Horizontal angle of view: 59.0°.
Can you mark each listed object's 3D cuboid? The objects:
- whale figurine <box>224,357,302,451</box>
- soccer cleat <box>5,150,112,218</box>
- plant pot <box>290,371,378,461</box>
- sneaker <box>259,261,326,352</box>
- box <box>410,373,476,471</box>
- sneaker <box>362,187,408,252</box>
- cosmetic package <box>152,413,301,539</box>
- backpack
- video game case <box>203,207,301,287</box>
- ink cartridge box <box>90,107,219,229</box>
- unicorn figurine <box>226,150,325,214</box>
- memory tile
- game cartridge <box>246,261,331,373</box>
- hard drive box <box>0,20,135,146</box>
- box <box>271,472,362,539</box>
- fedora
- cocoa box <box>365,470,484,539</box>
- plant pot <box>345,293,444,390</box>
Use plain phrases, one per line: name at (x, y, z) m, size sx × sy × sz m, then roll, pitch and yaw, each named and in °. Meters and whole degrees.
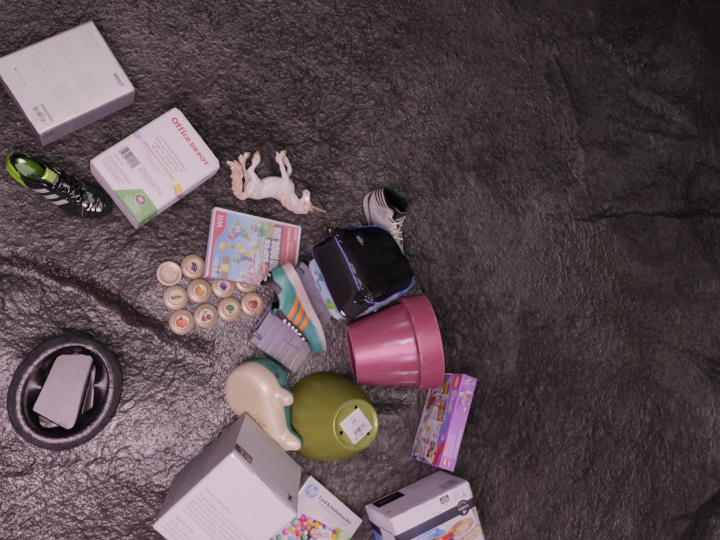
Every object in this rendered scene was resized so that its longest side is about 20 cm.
whale figurine at (-0.180, 0.266, 1.266) m, size 0.201 × 0.159 × 0.104 m, roll 58°, pitch 33°, yaw -2°
soccer cleat at (-0.562, -0.157, 1.187) m, size 0.199 × 0.081 × 0.068 m, roll 27°, pitch 74°, yaw -17°
plant pot at (-0.042, 0.299, 1.275) m, size 0.186 × 0.200 × 0.189 m, roll 3°, pitch 81°, yaw -22°
sneaker at (-0.138, 0.087, 1.291) m, size 0.080 × 0.071 × 0.201 m, roll -28°, pitch 104°, yaw -15°
box at (0.181, 0.327, 1.398) m, size 0.039 × 0.137 × 0.201 m, roll 22°, pitch 76°, yaw -18°
sneaker at (0.066, -0.089, 1.418) m, size 0.075 × 0.115 × 0.202 m, roll -16°, pitch 89°, yaw -23°
cosmetic package at (-0.235, 0.410, 1.163) m, size 0.200 × 0.165 × 0.165 m, roll -41°, pitch 101°, yaw 6°
backpack at (0.000, 0.000, 1.345) m, size 0.199 × 0.147 × 0.184 m, roll -17°, pitch 77°, yaw -50°
video game case at (-0.221, -0.041, 1.328) m, size 0.199 × 0.017 × 0.144 m, roll 11°, pitch 79°, yaw -31°
ink cartridge box at (-0.403, -0.201, 1.257) m, size 0.200 × 0.084 × 0.145 m, roll -40°, pitch 99°, yaw -21°
unicorn figurine at (-0.181, -0.186, 1.361) m, size 0.198 × 0.074 × 0.139 m, roll -5°, pitch 94°, yaw -9°
memory tile at (-0.305, 0.038, 1.302) m, size 0.199 × 0.017 × 0.155 m, roll -14°, pitch 88°, yaw -23°
game cartridge at (-0.135, 0.100, 1.345) m, size 0.130 × 0.038 × 0.201 m, roll 43°, pitch 69°, yaw -28°
hard drive box at (-0.561, -0.358, 1.218) m, size 0.199 × 0.077 × 0.157 m, roll -33°, pitch 96°, yaw -22°
box at (-0.113, 0.547, 1.300) m, size 0.156 × 0.041 × 0.200 m, roll 44°, pitch 68°, yaw -12°
fedora at (-0.527, 0.217, 1.145) m, size 0.199 × 0.091 × 0.203 m, roll 3°, pitch 82°, yaw -22°
cocoa box at (0.136, 0.535, 1.352) m, size 0.199 × 0.133 × 0.132 m, roll -17°, pitch 90°, yaw -23°
plant pot at (0.066, 0.164, 1.355) m, size 0.177 × 0.200 × 0.202 m, roll -10°, pitch 87°, yaw -7°
